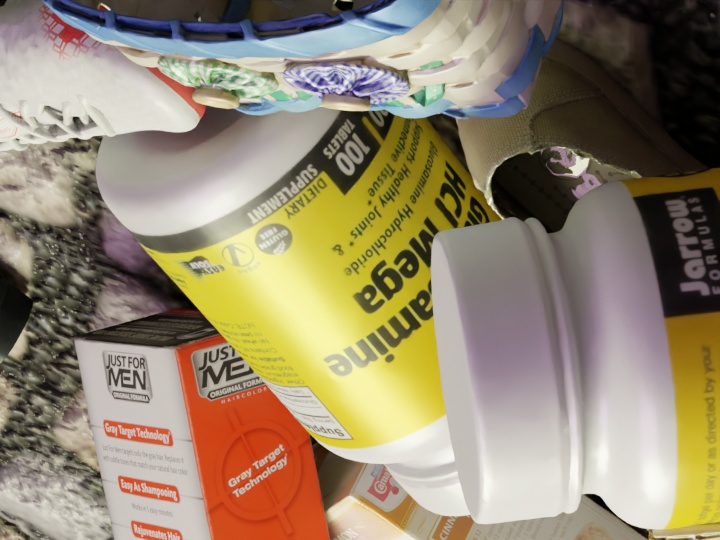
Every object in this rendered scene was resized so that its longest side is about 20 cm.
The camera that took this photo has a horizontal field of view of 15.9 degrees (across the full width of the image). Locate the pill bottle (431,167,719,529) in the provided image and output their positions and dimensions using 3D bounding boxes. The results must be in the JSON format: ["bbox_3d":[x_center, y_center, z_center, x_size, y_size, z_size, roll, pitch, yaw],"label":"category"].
[{"bbox_3d":[0.128,0.022,0.828,0.199,0.115,0.114,-8,145,-5],"label":"pill bottle"}]

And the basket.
[{"bbox_3d":[-0.025,-0.130,0.785,0.176,0.139,0.200,3,150,37],"label":"basket"}]

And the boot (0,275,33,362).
[{"bbox_3d":[-0.266,0.009,1.243,0.162,0.073,0.198,38,141,-19],"label":"boot"}]

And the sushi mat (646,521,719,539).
[{"bbox_3d":[0.196,0.068,0.882,0.199,0.096,0.012,-7,103,6],"label":"sushi mat"}]

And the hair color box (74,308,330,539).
[{"bbox_3d":[-0.062,0.121,1.137,0.101,0.061,0.201,3,106,58],"label":"hair color box"}]

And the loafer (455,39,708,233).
[{"bbox_3d":[0.110,0.001,0.917,0.200,0.068,0.076,36,126,-10],"label":"loafer"}]

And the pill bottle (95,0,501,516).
[{"bbox_3d":[0.000,0.000,0.980,0.112,0.113,0.200,-6,135,43],"label":"pill bottle"}]

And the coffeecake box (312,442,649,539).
[{"bbox_3d":[0.056,0.152,1.192,0.200,0.073,0.153,35,148,-10],"label":"coffeecake box"}]

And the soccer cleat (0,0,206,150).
[{"bbox_3d":[-0.121,-0.072,0.938,0.069,0.085,0.200,46,171,-35],"label":"soccer cleat"}]
